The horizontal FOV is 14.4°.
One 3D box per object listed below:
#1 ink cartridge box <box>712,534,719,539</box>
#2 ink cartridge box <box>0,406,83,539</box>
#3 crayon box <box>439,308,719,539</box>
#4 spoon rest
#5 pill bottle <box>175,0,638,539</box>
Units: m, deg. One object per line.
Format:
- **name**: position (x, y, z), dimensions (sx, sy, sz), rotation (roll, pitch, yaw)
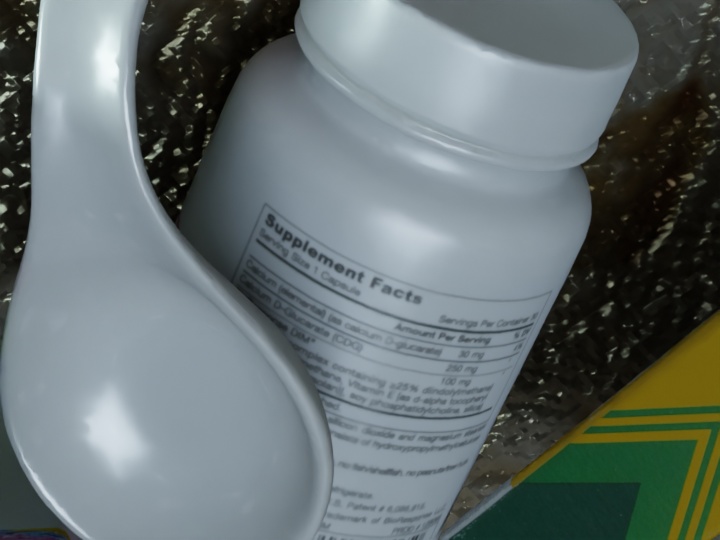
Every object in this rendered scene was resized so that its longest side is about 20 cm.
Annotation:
- **ink cartridge box**: position (0.228, 0.092, 0.890), dimensions (0.200, 0.083, 0.146), rotation (-40, 116, 16)
- **ink cartridge box**: position (-0.105, 0.142, 0.874), dimensions (0.084, 0.200, 0.145), rotation (-18, 121, 1)
- **crayon box**: position (0.124, 0.029, 0.830), dimensions (0.052, 0.126, 0.200), rotation (52, 136, 7)
- **spoon rest**: position (-0.058, -0.001, 0.765), dimensions (0.099, 0.061, 0.200), rotation (5, 116, 21)
- **pill bottle**: position (0.000, 0.000, 0.849), dimensions (0.113, 0.113, 0.200), rotation (17, 117, -15)
